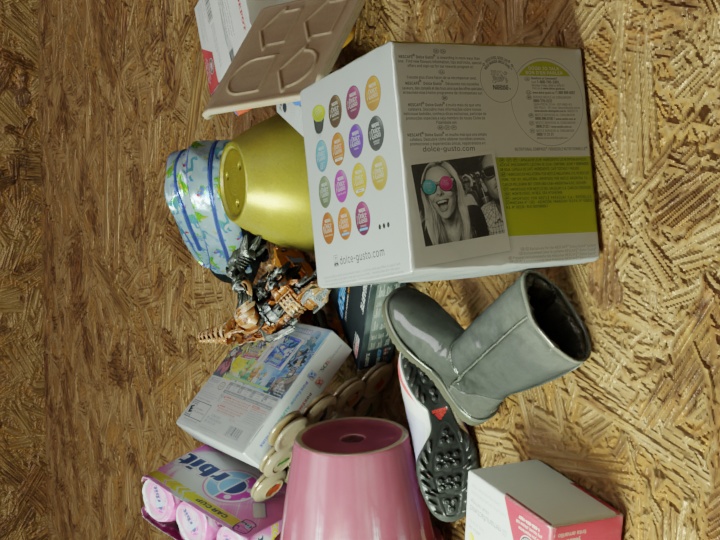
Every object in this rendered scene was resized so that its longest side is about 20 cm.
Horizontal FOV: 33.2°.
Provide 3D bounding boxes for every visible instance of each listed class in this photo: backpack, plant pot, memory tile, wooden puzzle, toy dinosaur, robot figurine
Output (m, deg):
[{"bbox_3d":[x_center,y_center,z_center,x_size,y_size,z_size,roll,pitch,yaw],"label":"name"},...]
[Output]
[{"bbox_3d":[-0.194,-0.095,1.678,0.200,0.153,0.164,106,171,-65],"label":"backpack"},{"bbox_3d":[-0.006,0.267,1.342,0.200,0.199,0.180,21,117,62],"label":"plant pot"},{"bbox_3d":[-0.043,0.191,1.433,0.017,0.200,0.154,41,134,25],"label":"memory tile"},{"bbox_3d":[-0.081,-0.256,1.452,0.199,0.046,0.186,-7,48,40],"label":"wooden puzzle"},{"bbox_3d":[-0.127,0.038,1.518,0.102,0.199,0.136,65,-165,-50],"label":"toy dinosaur"},{"bbox_3d":[-0.098,-0.115,1.547,0.200,0.141,0.201,19,112,62],"label":"plant pot"},{"bbox_3d":[-0.077,0.064,1.628,0.200,0.058,0.146,-121,36,-44],"label":"robot figurine"}]

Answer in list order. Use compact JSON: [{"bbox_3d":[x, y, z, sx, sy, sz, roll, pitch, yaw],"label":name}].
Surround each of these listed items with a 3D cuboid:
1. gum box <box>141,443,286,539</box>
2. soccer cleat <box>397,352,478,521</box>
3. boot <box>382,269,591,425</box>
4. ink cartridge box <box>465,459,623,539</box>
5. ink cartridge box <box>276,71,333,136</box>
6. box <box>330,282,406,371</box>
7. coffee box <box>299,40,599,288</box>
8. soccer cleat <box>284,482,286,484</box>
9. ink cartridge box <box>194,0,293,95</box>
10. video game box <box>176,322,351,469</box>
[{"bbox_3d":[-0.165,0.288,1.469,0.199,0.113,0.066,22,119,37],"label":"gum box"},{"bbox_3d":[0.083,0.173,1.324,0.073,0.068,0.201,98,159,-81],"label":"soccer cleat"},{"bbox_3d":[0.117,0.054,1.179,0.182,0.072,0.200,47,152,8],"label":"boot"},{"bbox_3d":[0.165,0.300,1.136,0.145,0.083,0.201,25,116,61],"label":"ink cartridge box"},{"bbox_3d":[-0.034,-0.189,1.452,0.200,0.099,0.039,-130,41,-52],"label":"ink cartridge box"},{"bbox_3d":[0.000,0.000,1.419,0.200,0.046,0.160,98,155,-57],"label":"box"},{"bbox_3d":[0.078,-0.094,1.121,0.199,0.199,0.199,-10,85,64],"label":"coffee box"},{"bbox_3d":[-0.080,0.279,1.537,0.069,0.085,0.201,-45,55,58],"label":"soccer cleat"},{"bbox_3d":[-0.158,-0.352,1.697,0.200,0.082,0.148,-35,63,61],"label":"ink cartridge box"},{"bbox_3d":[-0.123,0.145,1.500,0.183,0.047,0.200,-55,28,-15],"label":"video game box"}]
